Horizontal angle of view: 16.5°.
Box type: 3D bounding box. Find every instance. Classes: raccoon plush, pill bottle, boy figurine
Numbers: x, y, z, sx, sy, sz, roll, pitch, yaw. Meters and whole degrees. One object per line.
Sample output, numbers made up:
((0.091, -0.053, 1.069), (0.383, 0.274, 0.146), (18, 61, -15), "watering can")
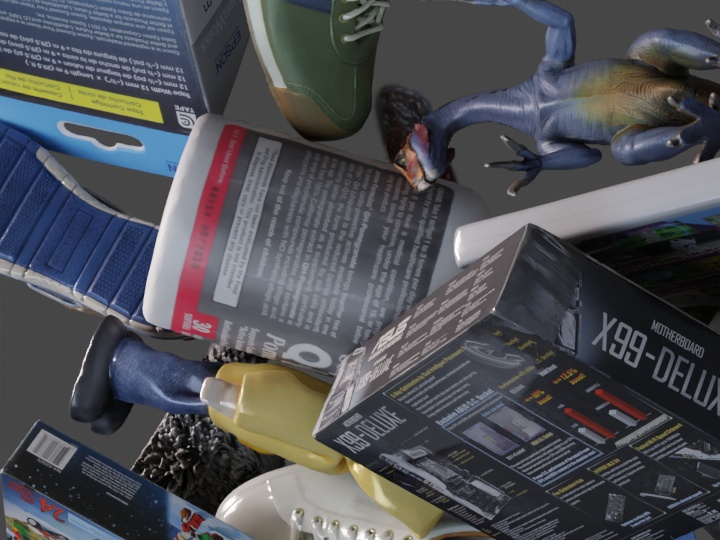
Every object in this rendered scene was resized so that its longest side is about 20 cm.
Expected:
((-0.048, 0.112, 1.350), (0.134, 0.097, 0.200), (33, 125, 0), "raccoon plush")
((0.000, 0.000, 1.237), (0.199, 0.111, 0.111), (16, 122, 0), "pill bottle")
((-0.041, 0.080, 1.256), (0.199, 0.124, 0.065), (18, 80, 11), "boy figurine")

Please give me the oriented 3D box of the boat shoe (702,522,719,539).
((0.215, 0.128, 1.235), (0.200, 0.073, 0.065), (52, 141, -2), "boat shoe")

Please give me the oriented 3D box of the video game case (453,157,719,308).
((0.173, -0.011, 1.131), (0.199, 0.182, 0.023), (-14, 68, 32), "video game case")

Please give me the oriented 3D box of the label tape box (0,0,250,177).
((-0.135, -0.143, 1.272), (0.143, 0.066, 0.200), (13, 143, 22), "label tape box")

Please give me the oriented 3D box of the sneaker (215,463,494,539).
((0.011, 0.142, 1.273), (0.199, 0.085, 0.073), (2, 102, 16), "sneaker")

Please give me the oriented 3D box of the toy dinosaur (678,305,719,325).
((0.206, 0.045, 1.168), (0.199, 0.048, 0.088), (-2, 121, 7), "toy dinosaur")

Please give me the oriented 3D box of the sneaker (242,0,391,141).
((-0.009, -0.159, 1.203), (0.090, 0.067, 0.201), (-2, 111, 32), "sneaker")

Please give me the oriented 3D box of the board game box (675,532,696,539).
((0.090, 0.150, 1.326), (0.199, 0.039, 0.159), (19, 116, 13), "board game box")

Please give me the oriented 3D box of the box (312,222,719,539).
((0.088, 0.067, 1.123), (0.157, 0.050, 0.200), (30, 151, -12), "box")

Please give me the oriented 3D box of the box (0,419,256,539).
((-0.095, 0.170, 1.315), (0.199, 0.038, 0.137), (27, 149, 12), "box")

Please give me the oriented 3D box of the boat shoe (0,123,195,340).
((-0.162, -0.014, 1.341), (0.200, 0.072, 0.072), (32, 80, 16), "boat shoe")

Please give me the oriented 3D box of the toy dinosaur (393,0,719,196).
((0.108, -0.063, 1.162), (0.199, 0.105, 0.181), (25, 161, -27), "toy dinosaur")

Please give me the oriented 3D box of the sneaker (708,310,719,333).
((0.248, 0.034, 1.085), (0.199, 0.075, 0.085), (-11, 128, 40), "sneaker")
